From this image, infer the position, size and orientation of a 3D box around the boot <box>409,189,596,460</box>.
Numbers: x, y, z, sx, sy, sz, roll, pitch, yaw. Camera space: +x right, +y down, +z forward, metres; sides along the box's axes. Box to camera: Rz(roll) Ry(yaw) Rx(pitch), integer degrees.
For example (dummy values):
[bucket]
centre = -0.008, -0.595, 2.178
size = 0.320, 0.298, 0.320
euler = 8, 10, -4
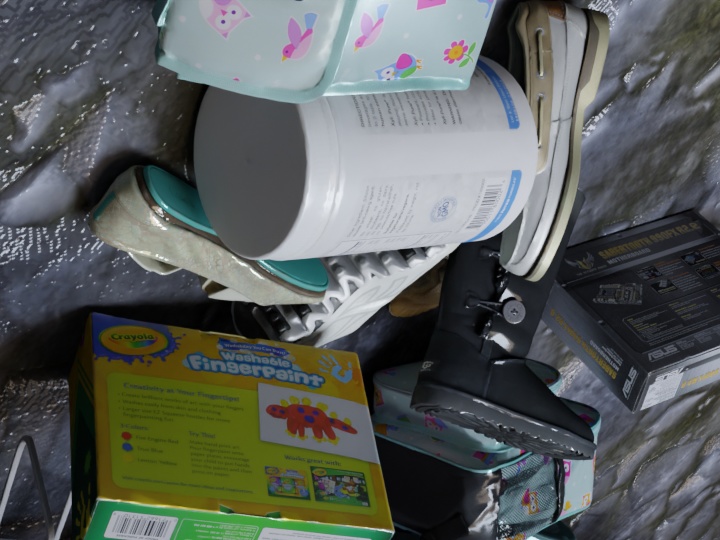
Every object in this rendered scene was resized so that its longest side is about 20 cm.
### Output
[boot]
centre = 0.133, 0.031, 1.193
size = 0.165, 0.066, 0.201
euler = 23, 73, -27

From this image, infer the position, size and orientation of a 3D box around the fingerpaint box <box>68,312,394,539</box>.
[fingerpaint box]
centre = -0.093, 0.124, 1.056
size = 0.199, 0.167, 0.073
euler = 9, 130, -21

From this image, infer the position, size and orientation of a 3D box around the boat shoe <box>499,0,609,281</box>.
[boat shoe]
centre = 0.122, -0.095, 1.123
size = 0.068, 0.075, 0.201
euler = 12, 90, -14

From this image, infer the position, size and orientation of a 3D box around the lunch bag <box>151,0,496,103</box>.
[lunch bag]
centre = -0.016, -0.190, 0.891
size = 0.200, 0.122, 0.171
euler = -7, 131, -32

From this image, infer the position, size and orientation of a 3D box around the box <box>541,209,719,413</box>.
[box]
centre = 0.266, 0.031, 1.357
size = 0.200, 0.158, 0.048
euler = -17, 136, -31

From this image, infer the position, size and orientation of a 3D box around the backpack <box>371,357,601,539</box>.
[backpack]
centre = 0.104, 0.148, 1.316
size = 0.200, 0.175, 0.154
euler = -3, 100, -46

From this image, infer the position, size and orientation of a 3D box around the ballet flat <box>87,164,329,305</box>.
[ballet flat]
centre = -0.103, -0.015, 1.056
size = 0.062, 0.068, 0.200
euler = -38, 139, 20

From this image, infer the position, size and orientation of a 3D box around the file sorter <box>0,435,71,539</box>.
[file sorter]
centre = -0.195, 0.199, 1.082
size = 0.199, 0.139, 0.125
euler = 10, 117, -25

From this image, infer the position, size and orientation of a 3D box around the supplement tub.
[supplement tub]
centre = 0.006, -0.077, 1.023
size = 0.200, 0.132, 0.132
euler = -5, 131, -39

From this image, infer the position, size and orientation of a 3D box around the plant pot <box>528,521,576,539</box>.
[plant pot]
centre = 0.107, 0.306, 1.491
size = 0.200, 0.200, 0.188
euler = 17, 101, -50

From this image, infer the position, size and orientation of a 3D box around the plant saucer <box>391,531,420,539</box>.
[plant saucer]
centre = 0.022, 0.240, 1.325
size = 0.201, 0.201, 0.039
euler = 2, 95, -44

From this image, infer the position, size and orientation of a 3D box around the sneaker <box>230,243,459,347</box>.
[sneaker]
centre = 0.000, 0.000, 1.160
size = 0.200, 0.075, 0.081
euler = -31, 152, 0

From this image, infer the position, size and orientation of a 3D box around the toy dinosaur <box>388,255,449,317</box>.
[toy dinosaur]
centre = 0.071, 0.009, 1.258
size = 0.200, 0.058, 0.101
euler = 4, 141, -36
